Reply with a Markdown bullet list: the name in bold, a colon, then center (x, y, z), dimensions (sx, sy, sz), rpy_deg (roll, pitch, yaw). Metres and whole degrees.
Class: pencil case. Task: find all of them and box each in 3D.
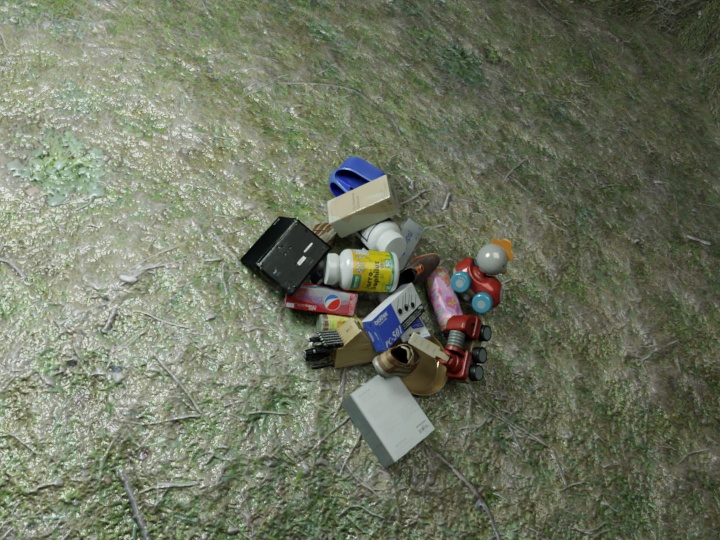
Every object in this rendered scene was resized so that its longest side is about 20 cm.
- **pencil case**: center (0.256, 0.095, 1.741), dimensions (0.086, 0.088, 0.203), rpy_deg (-6, 64, -25)

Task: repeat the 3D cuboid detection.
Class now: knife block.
- **knife block**: center (-0.051, 0.223, 1.544), dimensions (0.175, 0.200, 0.064), rpy_deg (-41, 42, 4)

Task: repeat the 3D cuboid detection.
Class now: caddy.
- **caddy**: center (-0.003, -0.260, 1.806), dimensions (0.198, 0.142, 0.106), rpy_deg (29, 51, -2)

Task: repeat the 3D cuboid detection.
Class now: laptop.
- **laptop**: center (-0.209, -0.045, 1.580), dimensions (0.199, 0.103, 0.178), rpy_deg (38, 74, 6)

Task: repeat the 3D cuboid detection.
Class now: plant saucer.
- **plant saucer**: center (0.156, 0.262, 1.625), dimensions (0.196, 0.036, 0.204), rpy_deg (10, 57, -16)

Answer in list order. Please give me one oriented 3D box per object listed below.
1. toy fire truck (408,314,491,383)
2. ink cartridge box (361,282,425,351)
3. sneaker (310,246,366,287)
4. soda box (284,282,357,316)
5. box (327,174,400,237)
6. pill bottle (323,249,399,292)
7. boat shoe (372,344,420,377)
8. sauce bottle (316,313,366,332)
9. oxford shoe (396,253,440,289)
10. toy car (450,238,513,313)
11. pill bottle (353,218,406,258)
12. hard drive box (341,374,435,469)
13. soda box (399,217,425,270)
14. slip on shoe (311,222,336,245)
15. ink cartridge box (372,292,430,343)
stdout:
- **toy fire truck**: center (0.246, 0.197, 1.580), dimensions (0.199, 0.127, 0.179), rpy_deg (33, 65, -37)
- **ink cartridge box**: center (0.093, 0.125, 1.565), dimensions (0.199, 0.044, 0.095), rpy_deg (-38, 107, -40)
- **sneaker**: center (-0.072, -0.028, 1.680), dimensions (0.111, 0.073, 0.200), rpy_deg (39, 55, 2)
- **soda box**: center (-0.109, 0.076, 1.579), dimensions (0.196, 0.070, 0.065), rpy_deg (9, 99, -9)
- **box**: center (0.007, -0.184, 1.661), dimensions (0.078, 0.197, 0.096), rpy_deg (49, 24, -47)
- **pill bottle**: center (0.000, 0.000, 1.583), dimensions (0.196, 0.113, 0.115), rpy_deg (4, 59, -15)
- **boat shoe**: center (0.112, 0.235, 1.518), dimensions (0.076, 0.072, 0.199), rpy_deg (54, 27, 19)
- **sauce bottle**: center (-0.023, 0.152, 1.598), dimensions (0.196, 0.065, 0.066), rpy_deg (1, 60, -20)
- **oxford shoe**: center (0.165, 0.007, 1.688), dimensions (0.198, 0.072, 0.072), rpy_deg (-32, 95, -21)
- **toy car**: center (0.398, -0.001, 1.745), dimensions (0.177, 0.201, 0.184), rpy_deg (44, 26, 8)
- **pill bottle**: center (0.051, -0.115, 1.716), dimensions (0.109, 0.113, 0.200), rpy_deg (-14, 40, -28)
- **hard drive box**: center (0.072, 0.380, 1.495), dimensions (0.154, 0.077, 0.202), rpy_deg (-26, 74, -33)
- **soda box**: center (0.128, -0.068, 1.792), dimensions (0.068, 0.064, 0.201), rpy_deg (33, 54, -2)
- **slip on shoe**: center (-0.109, -0.095, 1.691), dimensions (0.074, 0.062, 0.200), rpy_deg (2, 19, 12)
- **ink cartridge box**: center (0.117, 0.131, 1.656), dimensions (0.093, 0.038, 0.201), rpy_deg (-9, 47, -25)
